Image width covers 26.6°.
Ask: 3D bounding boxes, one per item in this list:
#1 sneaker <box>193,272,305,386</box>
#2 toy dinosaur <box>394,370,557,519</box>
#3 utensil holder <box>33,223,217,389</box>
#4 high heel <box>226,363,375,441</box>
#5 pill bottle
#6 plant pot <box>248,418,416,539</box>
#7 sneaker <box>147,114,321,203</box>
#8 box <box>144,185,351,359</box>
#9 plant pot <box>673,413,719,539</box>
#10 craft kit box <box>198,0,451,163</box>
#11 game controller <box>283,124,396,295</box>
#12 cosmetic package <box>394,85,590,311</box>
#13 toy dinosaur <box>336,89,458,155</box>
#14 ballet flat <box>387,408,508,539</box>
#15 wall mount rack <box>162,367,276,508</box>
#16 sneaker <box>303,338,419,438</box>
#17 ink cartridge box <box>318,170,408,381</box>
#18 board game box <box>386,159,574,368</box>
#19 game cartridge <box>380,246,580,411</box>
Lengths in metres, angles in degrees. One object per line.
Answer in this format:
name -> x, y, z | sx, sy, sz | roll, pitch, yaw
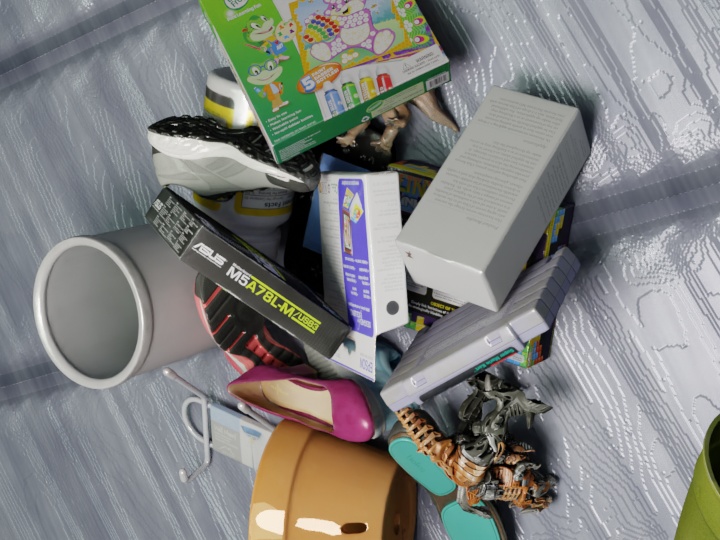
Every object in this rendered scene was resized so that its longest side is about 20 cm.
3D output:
sneaker -> -0.140, 0.075, 1.717 | 0.086, 0.074, 0.201 | 14, 143, 52
toy dinosaur -> 0.124, 0.177, 1.536 | 0.102, 0.199, 0.137 | 28, 90, 46
utensil holder -> -0.244, 0.032, 1.743 | 0.168, 0.199, 0.172 | 7, 103, 34
high heel -> -0.062, 0.146, 1.607 | 0.199, 0.095, 0.068 | 16, 114, 60
pill bottle -> -0.125, -0.114, 1.681 | 0.113, 0.114, 0.203 | 21, 111, 30
plant pot -> -0.022, 0.265, 1.651 | 0.138, 0.200, 0.203 | 4, 102, 18
sneaker -> -0.130, -0.108, 1.591 | 0.198, 0.074, 0.080 | 13, 119, 23
box -> -0.118, 0.000, 1.557 | 0.048, 0.192, 0.200 | -52, 22, 1
plant pot -> 0.364, 0.258, 1.378 | 0.200, 0.199, 0.194 | 39, 132, 22
craft kit box -> -0.037, -0.236, 1.542 | 0.198, 0.049, 0.199 | -26, 65, -4
game controller -> -0.022, -0.068, 1.662 | 0.104, 0.042, 0.202 | 26, 114, 29
cosmetic package -> 0.130, -0.072, 1.461 | 0.101, 0.201, 0.071 | 20, 155, 31
toy dinosaur -> 0.012, -0.204, 1.592 | 0.197, 0.086, 0.137 | 10, 67, 15
ballet flat -> 0.103, 0.226, 1.606 | 0.067, 0.069, 0.201 | -21, 112, 33
wall mount rack -> -0.155, 0.190, 1.774 | 0.198, 0.074, 0.176 | 19, 127, 31
sneaker -> -0.002, 0.101, 1.675 | 0.201, 0.081, 0.074 | 56, 152, 36
ink cartridge box -> 0.000, 0.000, 1.542 | 0.198, 0.043, 0.203 | -165, 73, -74
board game box -> 0.110, -0.010, 1.570 | 0.198, 0.056, 0.167 | 19, 108, 30
game cartridge -> 0.115, 0.060, 1.468 | 0.199, 0.130, 0.038 | -32, 107, 35
